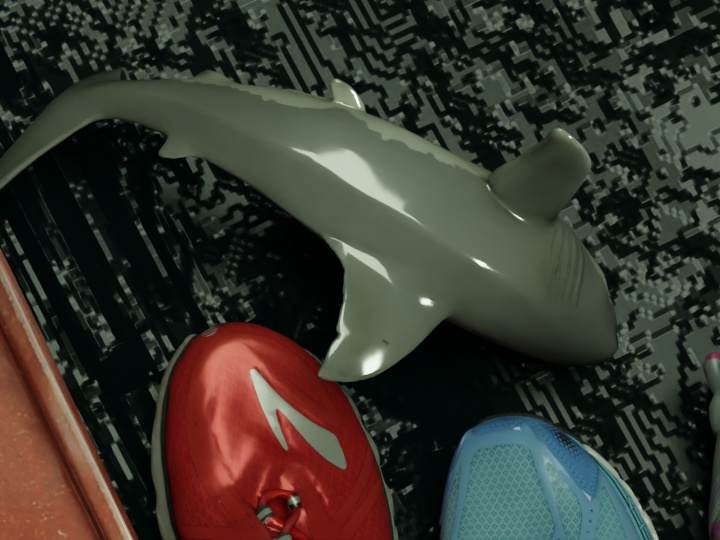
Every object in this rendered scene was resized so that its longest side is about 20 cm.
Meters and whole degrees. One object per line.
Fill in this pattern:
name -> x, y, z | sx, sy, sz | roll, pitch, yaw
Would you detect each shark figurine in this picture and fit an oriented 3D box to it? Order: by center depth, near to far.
shark figurine -> -0.015, -0.011, 0.887 | 0.214, 0.128, 0.090 | 22, 71, -3

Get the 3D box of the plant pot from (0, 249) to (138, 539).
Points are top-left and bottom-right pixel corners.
plant pot -> -0.171, 0.076, 0.818 | 0.195, 0.201, 0.201 | -25, 80, -6

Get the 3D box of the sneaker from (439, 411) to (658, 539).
sneaker -> 0.053, 0.130, 0.855 | 0.078, 0.090, 0.201 | -12, 61, 16

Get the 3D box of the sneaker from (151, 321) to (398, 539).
sneaker -> -0.013, 0.106, 0.880 | 0.077, 0.085, 0.201 | -11, 77, -12

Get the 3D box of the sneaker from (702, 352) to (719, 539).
sneaker -> 0.183, 0.079, 0.881 | 0.081, 0.200, 0.089 | 7, 91, -34
